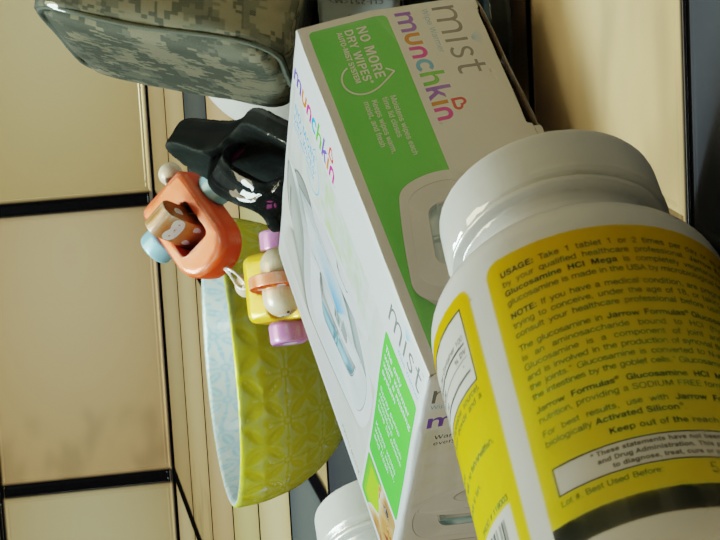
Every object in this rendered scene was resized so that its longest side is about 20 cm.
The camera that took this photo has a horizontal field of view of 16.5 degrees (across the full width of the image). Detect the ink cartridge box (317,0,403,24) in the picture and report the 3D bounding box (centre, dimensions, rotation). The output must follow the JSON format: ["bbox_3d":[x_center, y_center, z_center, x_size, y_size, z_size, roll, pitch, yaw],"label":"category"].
[{"bbox_3d":[0.005,-0.185,1.316,0.174,0.043,0.200,84,-172,-62],"label":"ink cartridge box"}]

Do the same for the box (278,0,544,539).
[{"bbox_3d":[0.037,0.007,1.163,0.177,0.096,0.200,97,157,-55],"label":"box"}]

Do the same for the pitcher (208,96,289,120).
[{"bbox_3d":[-0.037,-0.120,1.603,0.172,0.121,0.200,61,175,15],"label":"pitcher"}]

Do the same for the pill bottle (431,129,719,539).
[{"bbox_3d":[0.088,0.050,0.872,0.113,0.112,0.200,96,166,-49],"label":"pill bottle"}]

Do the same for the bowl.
[{"bbox_3d":[-0.046,0.058,1.713,0.200,0.107,0.201,175,90,-81],"label":"bowl"}]

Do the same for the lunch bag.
[{"bbox_3d":[-0.080,-0.184,1.278,0.200,0.139,0.168,54,-132,-84],"label":"lunch bag"}]

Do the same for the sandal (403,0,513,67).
[{"bbox_3d":[0.041,-0.116,1.268,0.200,0.048,0.076,-167,73,-80],"label":"sandal"}]

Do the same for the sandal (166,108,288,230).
[{"bbox_3d":[-0.054,-0.047,1.338,0.048,0.075,0.200,-61,20,-10],"label":"sandal"}]

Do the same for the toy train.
[{"bbox_3d":[-0.051,-0.044,1.452,0.200,0.056,0.150,-41,67,25],"label":"toy train"}]

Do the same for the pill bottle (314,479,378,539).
[{"bbox_3d":[0.030,0.213,1.322,0.111,0.111,0.200,98,163,-55],"label":"pill bottle"}]
